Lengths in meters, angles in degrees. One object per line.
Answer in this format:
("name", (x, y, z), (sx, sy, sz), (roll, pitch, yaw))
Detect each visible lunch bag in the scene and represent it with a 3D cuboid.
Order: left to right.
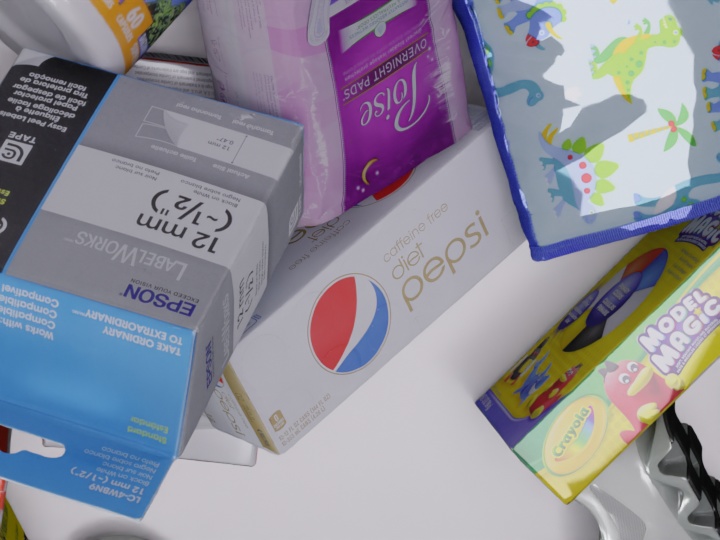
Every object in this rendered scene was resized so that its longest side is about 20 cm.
("lunch bag", (0.147, -0.114, 1.458), (0.200, 0.127, 0.170), (-22, 102, -22))

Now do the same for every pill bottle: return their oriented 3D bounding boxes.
("pill bottle", (-0.099, -0.191, 1.411), (0.112, 0.112, 0.200), (44, 72, -12))

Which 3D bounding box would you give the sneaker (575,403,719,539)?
("sneaker", (0.166, 0.165, 1.552), (0.088, 0.074, 0.200), (-25, 105, 17))

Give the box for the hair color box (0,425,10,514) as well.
("hair color box", (-0.206, 0.167, 1.357), (0.064, 0.111, 0.201), (10, 99, -8))

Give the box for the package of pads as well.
("package of pads", (-0.017, -0.131, 1.385), (0.120, 0.076, 0.200), (-33, 130, -32))

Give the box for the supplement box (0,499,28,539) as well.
("supplement box", (-0.245, 0.109, 1.462), (0.109, 0.109, 0.200), (-27, 102, -2))

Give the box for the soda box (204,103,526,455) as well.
("soda box", (0.000, 0.000, 1.455), (0.200, 0.064, 0.068), (-40, 122, -22))

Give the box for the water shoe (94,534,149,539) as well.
("water shoe", (-0.080, 0.222, 1.518), (0.071, 0.079, 0.200), (-36, 102, 0))

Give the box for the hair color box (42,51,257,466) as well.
("hair color box", (-0.098, -0.008, 1.485), (0.111, 0.064, 0.201), (6, 97, -10))

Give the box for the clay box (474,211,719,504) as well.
("clay box", (0.151, 0.024, 1.495), (0.048, 0.115, 0.200), (44, 91, -12))

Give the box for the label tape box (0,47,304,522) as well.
("label tape box", (-0.124, 0.002, 1.312), (0.143, 0.200, 0.066), (16, 138, 11))
